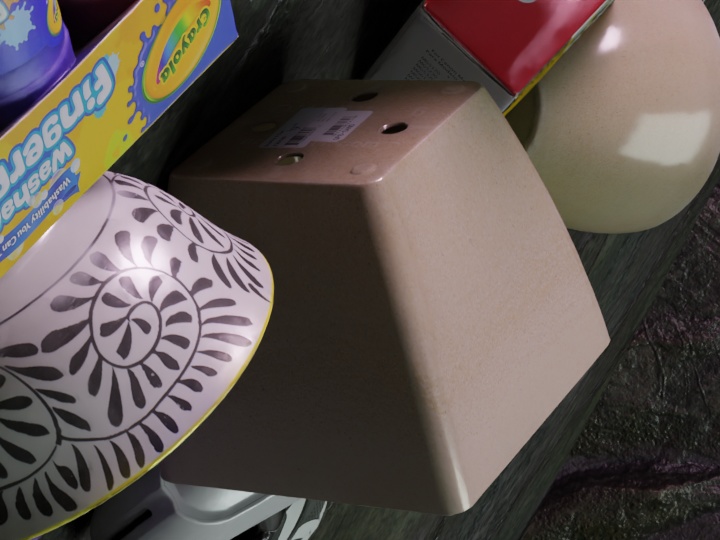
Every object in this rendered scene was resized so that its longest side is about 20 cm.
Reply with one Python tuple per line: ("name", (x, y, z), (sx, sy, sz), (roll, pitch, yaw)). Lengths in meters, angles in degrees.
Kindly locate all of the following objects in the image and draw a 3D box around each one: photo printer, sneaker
("photo printer", (-0.071, 0.120, 1.509), (0.200, 0.070, 0.166), (-28, 174, -29))
("sneaker", (-0.075, 0.177, 1.792), (0.200, 0.066, 0.091), (-45, 164, -40))

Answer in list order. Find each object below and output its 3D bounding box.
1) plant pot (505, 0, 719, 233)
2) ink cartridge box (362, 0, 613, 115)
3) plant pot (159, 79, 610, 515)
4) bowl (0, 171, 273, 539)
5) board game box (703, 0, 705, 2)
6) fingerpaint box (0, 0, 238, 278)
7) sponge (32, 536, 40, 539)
("plant pot", (0.133, -0.121, 1.682), (0.134, 0.200, 0.201), (-7, 132, -44))
("ink cartridge box", (0.109, -0.176, 1.510), (0.200, 0.084, 0.176), (-47, 180, -27))
("plant pot", (0.000, 0.000, 1.354), (0.200, 0.199, 0.178), (-43, 129, -49))
("bowl", (-0.145, 0.017, 1.028), (0.201, 0.200, 0.094), (-51, 122, -31))
("board game box", (0.204, -0.223, 1.857), (0.201, 0.097, 0.159), (-60, 167, 6))
("fingerpaint box", (-0.135, -0.096, 0.825), (0.200, 0.073, 0.167), (-49, 145, -35))
("sponge", (-0.212, 0.139, 1.274), (0.200, 0.030, 0.112), (-44, 161, -49))
